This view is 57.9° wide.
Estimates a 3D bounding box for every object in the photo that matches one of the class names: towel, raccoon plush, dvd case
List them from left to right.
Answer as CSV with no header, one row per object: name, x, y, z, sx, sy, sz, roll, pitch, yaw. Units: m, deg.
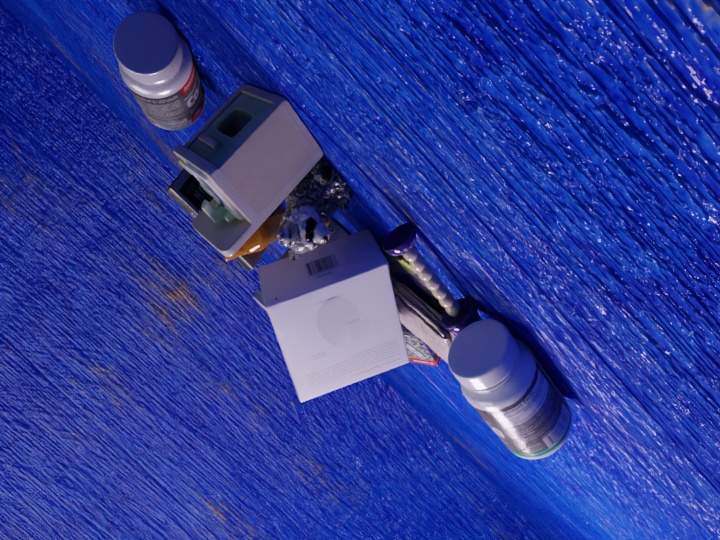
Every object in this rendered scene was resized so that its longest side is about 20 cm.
dvd case,-0.231,-0.121,1.163,0.024,0.152,0.200,-19,123,45
raccoon plush,-0.104,-0.102,0.985,0.199,0.135,0.097,32,168,47
towel,0.108,0.040,1.064,0.200,0.023,0.143,47,171,-18
towel,0.114,0.098,1.122,0.132,0.035,0.201,41,171,24

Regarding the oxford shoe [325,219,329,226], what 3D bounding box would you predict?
oxford shoe,-0.081,-0.110,1.133,0.071,0.073,0.200,16,173,-14

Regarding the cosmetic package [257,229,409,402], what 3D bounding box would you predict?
cosmetic package,-0.042,0.073,1.059,0.124,0.195,0.204,-117,11,-57

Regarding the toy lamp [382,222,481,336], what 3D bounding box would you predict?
toy lamp,0.108,0.023,0.901,0.201,0.058,0.058,51,167,-27

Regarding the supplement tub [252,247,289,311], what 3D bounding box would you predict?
supplement tub,-0.124,0.024,1.410,0.145,0.201,0.146,40,171,8

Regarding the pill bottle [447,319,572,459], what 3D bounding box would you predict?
pill bottle,0.210,0.167,0.915,0.201,0.113,0.113,49,168,-31

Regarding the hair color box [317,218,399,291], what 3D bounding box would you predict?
hair color box,0.000,0.000,1.224,0.199,0.061,0.099,41,170,13

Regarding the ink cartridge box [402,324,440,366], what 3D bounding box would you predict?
ink cartridge box,0.110,0.156,1.349,0.107,0.051,0.201,6,150,29

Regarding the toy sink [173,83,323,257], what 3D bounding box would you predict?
toy sink,-0.174,-0.145,0.903,0.130,0.201,0.112,32,167,48

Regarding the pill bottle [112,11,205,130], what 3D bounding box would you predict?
pill bottle,-0.316,-0.312,1.032,0.114,0.114,0.200,42,170,2

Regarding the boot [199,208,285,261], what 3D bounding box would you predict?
boot,-0.207,-0.130,1.101,0.206,0.141,0.071,70,163,0
